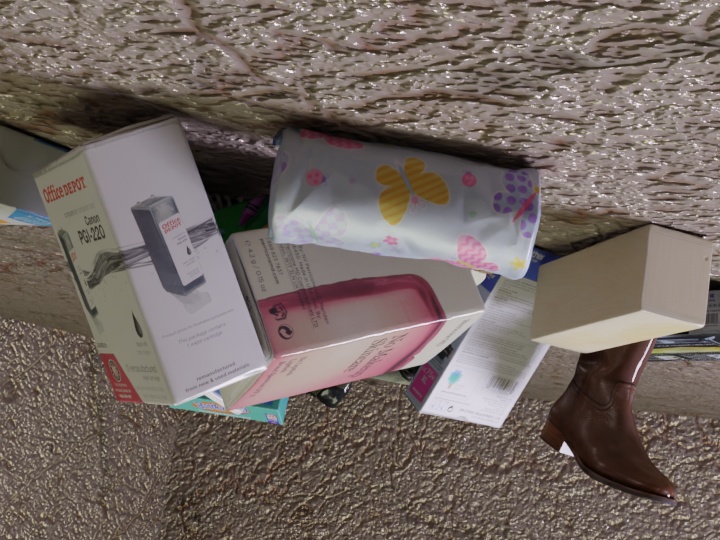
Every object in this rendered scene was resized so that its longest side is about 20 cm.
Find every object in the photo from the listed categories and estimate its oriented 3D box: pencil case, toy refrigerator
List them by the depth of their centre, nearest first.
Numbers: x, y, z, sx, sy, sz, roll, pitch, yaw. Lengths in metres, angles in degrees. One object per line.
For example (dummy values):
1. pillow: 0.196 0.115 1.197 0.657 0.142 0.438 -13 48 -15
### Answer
1. pencil case: 0.030 -0.046 0.885 0.199 0.083 0.091 9 165 -1
2. toy refrigerator: 0.230 0.022 1.096 0.070 0.076 0.200 14 165 -17

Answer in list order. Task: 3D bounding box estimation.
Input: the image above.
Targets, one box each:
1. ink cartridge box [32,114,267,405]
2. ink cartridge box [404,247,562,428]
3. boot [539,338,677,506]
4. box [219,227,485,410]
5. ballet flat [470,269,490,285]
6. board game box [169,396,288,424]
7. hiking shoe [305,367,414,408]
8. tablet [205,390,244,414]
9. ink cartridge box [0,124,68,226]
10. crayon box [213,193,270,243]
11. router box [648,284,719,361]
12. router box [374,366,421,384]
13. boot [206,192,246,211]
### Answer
1. ink cartridge box: -0.163 -0.004 0.939 0.085 0.200 0.146 -21 -174 -28
2. ink cartridge box: 0.140 0.062 1.237 0.119 0.200 0.042 16 -158 -39
3. boot: 0.262 0.101 1.164 0.064 0.200 0.186 19 -173 -36
4. box: -0.021 0.028 1.018 0.200 0.109 0.128 -11 160 -28
5. ballet flat: 0.082 -0.013 1.108 0.070 0.065 0.200 7 173 -9
6. board game box: -0.152 0.090 1.584 0.152 0.200 0.045 7 149 10
7. hiking shoe: -0.050 0.073 1.094 0.200 0.101 0.076 -10 150 -19
8. tablet: -0.166 0.044 1.289 0.014 0.200 0.130 -29 132 25
9. ink cartridge box: -0.359 -0.084 1.091 0.200 0.068 0.115 3 169 35
10. crayon box: -0.117 0.019 1.123 0.119 0.058 0.200 -19 153 -18
11. router box: 0.350 0.059 1.302 0.200 0.052 0.157 -5 164 41
12. router box: -0.024 0.044 1.319 0.199 0.052 0.157 11 -152 3
13. boot: -0.140 -0.052 1.135 0.090 0.073 0.200 -16 167 -9
